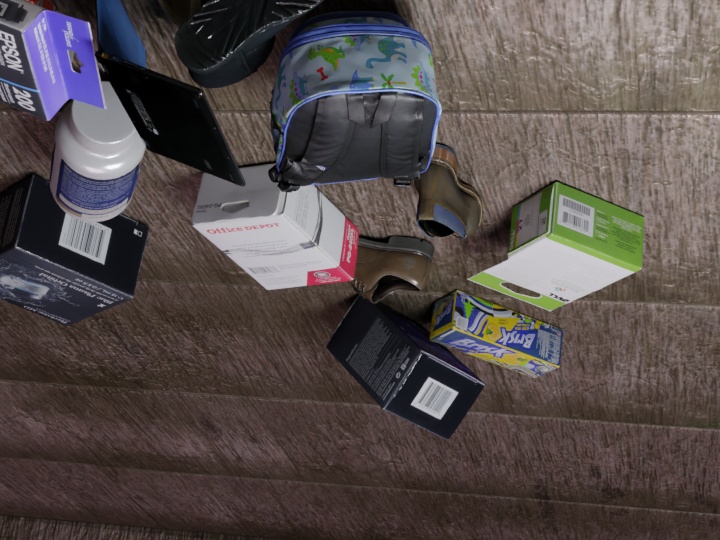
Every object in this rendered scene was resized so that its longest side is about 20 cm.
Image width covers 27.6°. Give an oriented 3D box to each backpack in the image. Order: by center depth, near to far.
[{"bbox_3d":[-0.007,-0.188,1.547,0.180,0.149,0.200,-3,160,-8],"label":"backpack"}]

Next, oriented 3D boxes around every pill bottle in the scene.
[{"bbox_3d":[-0.320,-0.148,1.795,0.109,0.112,0.200,13,155,-10],"label":"pill bottle"}]

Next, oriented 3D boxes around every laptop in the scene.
[{"bbox_3d":[-0.201,-0.211,1.543,0.198,0.117,0.188,22,160,19],"label":"laptop"}]

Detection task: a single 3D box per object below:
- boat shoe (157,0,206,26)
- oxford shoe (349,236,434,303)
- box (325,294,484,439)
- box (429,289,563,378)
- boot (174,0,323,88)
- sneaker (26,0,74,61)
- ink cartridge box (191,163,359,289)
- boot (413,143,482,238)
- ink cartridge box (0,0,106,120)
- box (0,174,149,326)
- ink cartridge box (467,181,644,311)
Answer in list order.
[{"bbox_3d":[-0.195,-0.321,1.441,0.070,0.063,0.201,4,154,14],"label":"boat shoe"},{"bbox_3d":[0.000,0.000,2.042,0.197,0.086,0.073,0,156,21],"label":"oxford shoe"},{"bbox_3d":[0.064,0.141,2.183,0.147,0.105,0.200,28,-171,-38],"label":"box"},{"bbox_3d":[0.205,0.097,2.206,0.198,0.065,0.070,21,152,-24],"label":"box"},{"bbox_3d":[-0.103,-0.265,1.507,0.077,0.199,0.168,53,-179,-2],"label":"boot"},{"bbox_3d":[-0.404,-0.282,1.605,0.199,0.078,0.081,34,163,-32],"label":"sneaker"},{"bbox_3d":[-0.111,-0.058,1.952,0.143,0.084,0.200,-5,152,28],"label":"ink cartridge box"},{"bbox_3d":[0.105,-0.068,1.844,0.074,0.098,0.200,-2,153,21],"label":"boot"},{"bbox_3d":[-0.368,-0.228,1.518,0.197,0.044,0.198,20,160,3],"label":"ink cartridge box"},{"bbox_3d":[-0.441,-0.024,2.096,0.195,0.119,0.199,26,152,-33],"label":"box"},{"bbox_3d":[0.251,-0.026,1.914,0.146,0.077,0.200,19,154,-23],"label":"ink cartridge box"}]
